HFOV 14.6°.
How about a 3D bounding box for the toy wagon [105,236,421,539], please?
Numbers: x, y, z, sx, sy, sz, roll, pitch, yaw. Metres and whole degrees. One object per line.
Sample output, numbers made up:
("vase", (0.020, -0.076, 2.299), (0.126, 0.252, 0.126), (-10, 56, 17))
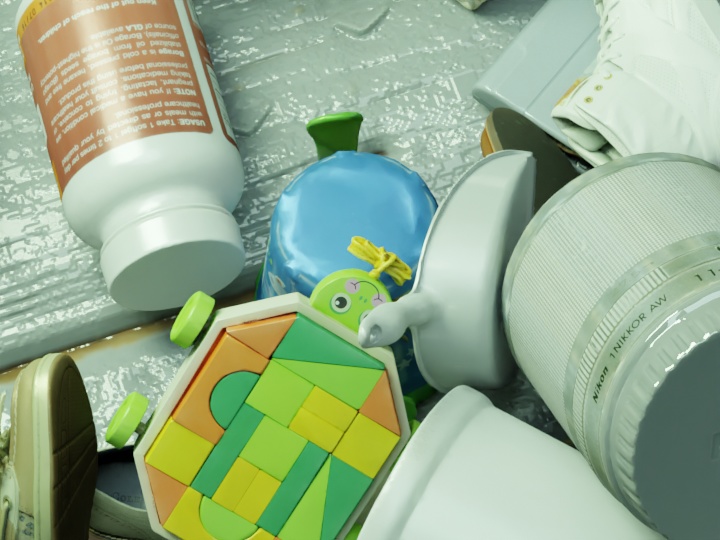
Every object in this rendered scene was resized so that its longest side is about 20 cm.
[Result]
("toy wagon", (-0.039, 0.073, 1.561), (0.155, 0.040, 0.200), (31, 100, -10))

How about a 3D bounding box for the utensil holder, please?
("utensil holder", (0.105, 0.182, 1.532), (0.200, 0.170, 0.170), (27, 69, 14))

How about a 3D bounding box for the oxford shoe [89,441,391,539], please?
("oxford shoe", (-0.070, 0.129, 1.618), (0.199, 0.074, 0.071), (-4, 64, 1))

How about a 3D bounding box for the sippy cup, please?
("sippy cup", (0.000, 0.000, 1.645), (0.140, 0.130, 0.178), (-43, 70, -15))

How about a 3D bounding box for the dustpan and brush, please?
("dustpan and brush", (0.047, 0.015, 1.548), (0.057, 0.200, 0.140), (7, 105, 13))

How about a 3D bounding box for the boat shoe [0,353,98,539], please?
("boat shoe", (-0.186, 0.140, 1.571), (0.063, 0.073, 0.201), (8, 109, 14))

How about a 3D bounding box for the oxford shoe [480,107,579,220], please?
("oxford shoe", (0.107, -0.005, 1.675), (0.071, 0.071, 0.200), (7, 54, -44))

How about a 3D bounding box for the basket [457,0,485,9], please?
("basket", (0.046, -0.280, 1.774), (0.200, 0.136, 0.123), (41, 75, 20))

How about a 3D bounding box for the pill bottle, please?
("pill bottle", (-0.135, -0.082, 1.702), (0.112, 0.112, 0.200), (-15, 64, -4))

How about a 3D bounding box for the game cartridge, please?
("game cartridge", (0.186, -0.103, 1.737), (0.200, 0.042, 0.133), (35, 75, 18))

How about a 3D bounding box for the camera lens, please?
("camera lens", (0.174, 0.041, 1.493), (0.160, 0.160, 0.200), (-21, 31, -7))

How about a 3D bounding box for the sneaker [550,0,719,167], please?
("sneaker", (0.156, -0.134, 1.694), (0.115, 0.074, 0.200), (-26, 67, -12))
